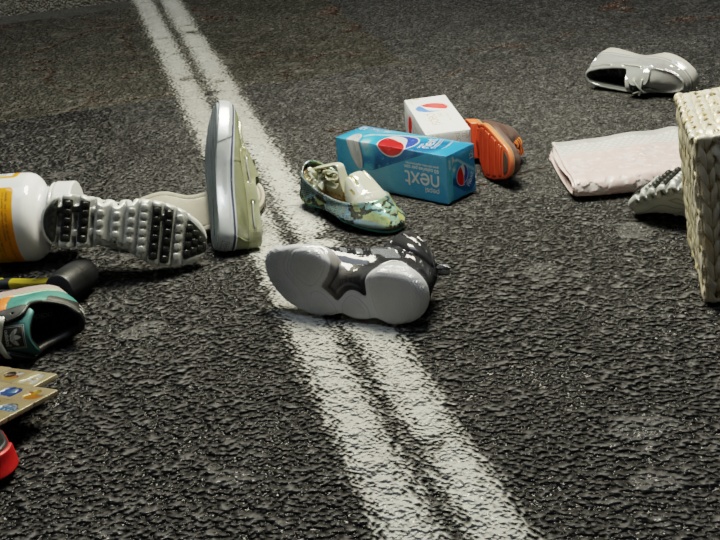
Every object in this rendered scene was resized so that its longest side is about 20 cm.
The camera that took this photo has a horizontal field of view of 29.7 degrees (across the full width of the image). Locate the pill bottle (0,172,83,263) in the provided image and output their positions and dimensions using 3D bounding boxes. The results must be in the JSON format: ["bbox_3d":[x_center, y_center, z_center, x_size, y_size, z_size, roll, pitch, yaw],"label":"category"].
[{"bbox_3d":[-0.451,-0.064,1.705,0.197,0.113,0.111,-4,22,4],"label":"pill bottle"}]

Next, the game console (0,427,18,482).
[{"bbox_3d":[-0.420,0.173,1.228,0.198,0.031,0.176,-14,17,-23],"label":"game console"}]

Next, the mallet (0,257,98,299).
[{"bbox_3d":[-0.409,0.018,1.597,0.197,0.042,0.066,-4,18,14],"label":"mallet"}]

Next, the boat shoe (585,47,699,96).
[{"bbox_3d":[0.446,-0.311,2.175,0.199,0.072,0.068,25,58,41],"label":"boat shoe"}]

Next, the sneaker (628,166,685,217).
[{"bbox_3d":[0.409,-0.087,1.617,0.199,0.082,0.075,-12,16,44],"label":"sneaker"}]

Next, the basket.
[{"bbox_3d":[0.429,-0.088,1.449,0.159,0.202,0.199,-7,21,10],"label":"basket"}]

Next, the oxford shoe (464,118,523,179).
[{"bbox_3d":[0.197,-0.175,1.886,0.071,0.072,0.200,-4,21,-10],"label":"oxford shoe"}]

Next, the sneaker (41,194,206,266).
[{"bbox_3d":[-0.283,-0.053,1.631,0.197,0.076,0.081,12,2,-16],"label":"sneaker"}]

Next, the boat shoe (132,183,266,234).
[{"bbox_3d":[-0.218,-0.065,1.752,0.197,0.073,0.063,-14,-20,-7],"label":"boat shoe"}]

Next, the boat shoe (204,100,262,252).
[{"bbox_3d":[-0.159,-0.117,1.713,0.061,0.203,0.072,3,-18,-20],"label":"boat shoe"}]

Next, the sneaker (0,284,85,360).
[{"bbox_3d":[-0.384,0.062,1.428,0.198,0.072,0.080,-18,21,-32],"label":"sneaker"}]

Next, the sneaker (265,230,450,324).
[{"bbox_3d":[0.000,0.000,1.494,0.198,0.076,0.114,12,26,24],"label":"sneaker"}]

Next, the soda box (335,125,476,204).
[{"bbox_3d":[0.060,-0.145,1.843,0.198,0.069,0.064,14,28,39],"label":"soda box"}]

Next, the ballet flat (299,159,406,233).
[{"bbox_3d":[-0.017,-0.101,1.753,0.074,0.075,0.199,-21,27,-35],"label":"ballet flat"}]

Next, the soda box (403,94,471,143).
[{"bbox_3d":[0.111,-0.198,1.968,0.067,0.064,0.200,-7,21,-5],"label":"soda box"}]

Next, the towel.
[{"bbox_3d":[0.364,-0.147,1.825,0.197,0.033,0.191,-7,22,-1],"label":"towel"}]

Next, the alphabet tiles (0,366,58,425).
[{"bbox_3d":[-0.391,0.132,1.288,0.165,0.006,0.199,3,19,33],"label":"alphabet tiles"}]
